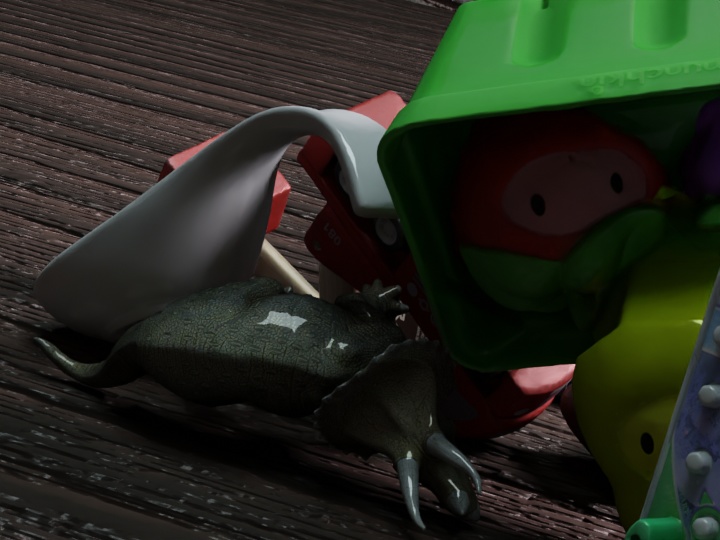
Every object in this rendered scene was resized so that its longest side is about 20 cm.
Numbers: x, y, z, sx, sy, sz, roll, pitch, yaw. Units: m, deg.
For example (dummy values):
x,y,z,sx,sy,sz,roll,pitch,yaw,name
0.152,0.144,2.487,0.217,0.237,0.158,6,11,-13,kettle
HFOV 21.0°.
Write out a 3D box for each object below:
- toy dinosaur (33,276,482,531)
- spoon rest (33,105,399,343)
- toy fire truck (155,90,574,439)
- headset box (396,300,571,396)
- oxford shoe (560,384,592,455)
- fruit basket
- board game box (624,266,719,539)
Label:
x,y,z,sx,sy,sz,roll,pitch,yaw,name
-0.034,0.030,0.743,0.198,0.078,0.102,19,0,12,toy dinosaur
-0.057,-0.018,0.799,0.099,0.061,0.199,1,-18,-46,spoon rest
0.000,0.000,0.846,0.049,0.141,0.201,-27,74,-36,toy fire truck
0.106,0.010,0.955,0.198,0.076,0.149,11,13,-1,headset box
0.178,0.057,0.834,0.198,0.072,0.072,4,10,-30,oxford shoe
0.116,0.001,0.687,0.213,0.156,0.217,-10,46,11,fruit basket
0.175,0.047,0.560,0.199,0.202,0.026,23,9,41,board game box
